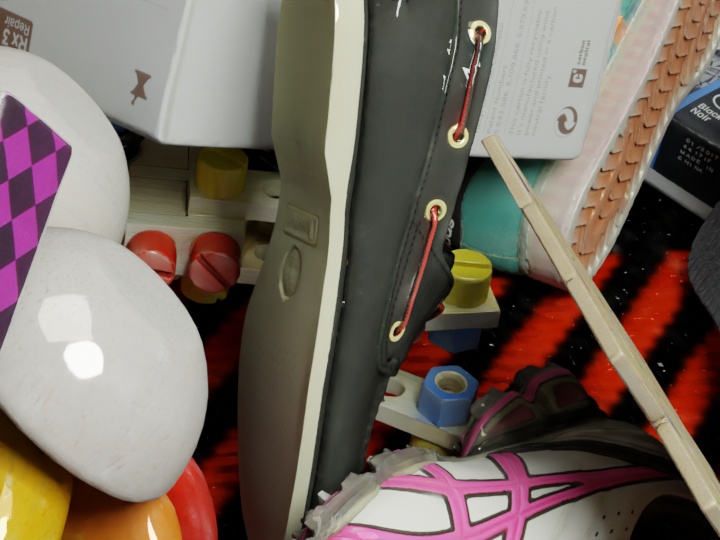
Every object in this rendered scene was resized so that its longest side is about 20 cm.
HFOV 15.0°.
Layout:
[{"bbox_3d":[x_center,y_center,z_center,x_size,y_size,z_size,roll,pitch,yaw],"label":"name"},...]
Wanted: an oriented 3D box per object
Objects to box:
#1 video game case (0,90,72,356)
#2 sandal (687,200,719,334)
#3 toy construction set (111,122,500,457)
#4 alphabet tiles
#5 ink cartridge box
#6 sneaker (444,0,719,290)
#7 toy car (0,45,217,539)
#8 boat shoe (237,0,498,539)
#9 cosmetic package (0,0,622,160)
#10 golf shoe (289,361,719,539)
[{"bbox_3d":[-0.177,0.051,0.690,0.181,0.036,0.201,-3,58,35],"label":"video game case"},{"bbox_3d":[0.161,0.027,0.958,0.043,0.076,0.200,33,27,-19],"label":"sandal"},{"bbox_3d":[-0.054,-0.007,0.925,0.199,0.092,0.131,17,36,-15],"label":"toy construction set"},{"bbox_3d":[0.095,0.048,0.839,0.006,0.200,0.167,-32,46,5],"label":"alphabet tiles"},{"bbox_3d":[0.177,-0.084,1.148,0.099,0.039,0.200,33,39,25],"label":"ink cartridge box"},{"bbox_3d":[0.084,-0.085,1.048,0.080,0.072,0.200,18,58,22],"label":"sneaker"},{"bbox_3d":[-0.109,0.050,0.785,0.150,0.175,0.200,34,20,-41],"label":"toy car"},{"bbox_3d":[0.001,0.001,0.837,0.063,0.202,0.074,3,15,-22],"label":"boat shoe"},{"bbox_3d":[-0.016,-0.086,0.931,0.199,0.074,0.101,1,17,-45],"label":"cosmetic package"},{"bbox_3d":[0.038,0.095,0.828,0.092,0.073,0.200,36,40,23],"label":"golf shoe"}]
